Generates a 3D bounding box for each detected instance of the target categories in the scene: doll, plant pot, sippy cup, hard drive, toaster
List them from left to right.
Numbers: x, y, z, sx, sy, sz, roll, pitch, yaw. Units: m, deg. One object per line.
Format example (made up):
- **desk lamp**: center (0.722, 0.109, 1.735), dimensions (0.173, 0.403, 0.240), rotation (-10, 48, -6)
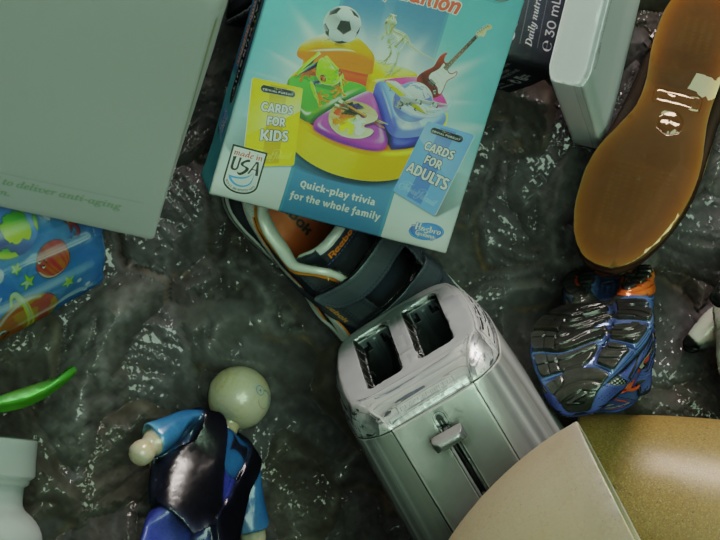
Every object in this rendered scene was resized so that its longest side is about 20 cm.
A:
- **sippy cup**: center (-0.227, -0.015, 1.647), dimensions (0.130, 0.140, 0.179), rotation (-22, 117, -25)
- **doll**: center (-0.096, 0.150, 1.686), dimensions (0.136, 0.048, 0.201), rotation (41, 52, -41)
- **toaster**: center (0.057, 0.093, 1.661), dimensions (0.113, 0.200, 0.129), rotation (-29, 106, 5)
- **plant pot**: center (0.105, 0.202, 1.505), dimensions (0.134, 0.200, 0.201), rotation (-28, 94, 4)
- **hard drive**: center (0.149, -0.158, 1.707), dimensions (0.027, 0.200, 0.132), rotation (13, 84, 10)
- **plant pot**: center (0.214, 0.166, 1.733), dimensions (0.199, 0.186, 0.187), rotation (21, 83, 1)

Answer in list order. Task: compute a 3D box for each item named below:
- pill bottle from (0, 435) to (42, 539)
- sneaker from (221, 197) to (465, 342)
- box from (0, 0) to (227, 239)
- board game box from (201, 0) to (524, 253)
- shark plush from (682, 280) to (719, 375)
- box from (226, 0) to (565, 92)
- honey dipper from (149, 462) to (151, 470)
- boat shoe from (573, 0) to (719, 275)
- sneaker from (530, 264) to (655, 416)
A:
- **pill bottle**: center (-0.249, 0.195, 1.632), dimensions (0.115, 0.116, 0.201), rotation (7, 86, -14)
- **sneaker**: center (0.000, 0.000, 1.724), dimensions (0.200, 0.079, 0.079), rotation (38, 79, -11)
- **box**: center (-0.182, -0.159, 1.575), dimensions (0.198, 0.200, 0.172), rotation (12, 43, -8)
- **board game box**: center (0.006, -0.126, 1.632), dimensions (0.150, 0.047, 0.201), rotation (13, 105, -13)
- **shark plush**: center (0.288, 0.011, 1.803), dimensions (0.083, 0.091, 0.200), rotation (36, 55, 9)
- **box**: center (0.037, -0.234, 1.722), dimensions (0.196, 0.124, 0.201), rotation (12, 85, -11)
- **honey dipper**: center (-0.129, 0.208, 1.706), dimensions (0.038, 0.038, 0.201), rotation (8, 81, -14)
- **boat shoe**: center (0.194, -0.082, 1.772), dimensions (0.070, 0.070, 0.201), rotation (24, 75, 11)
- **sneaker**: center (0.154, 0.055, 1.711), dimensions (0.075, 0.200, 0.079), rotation (-5, 104, 17)
